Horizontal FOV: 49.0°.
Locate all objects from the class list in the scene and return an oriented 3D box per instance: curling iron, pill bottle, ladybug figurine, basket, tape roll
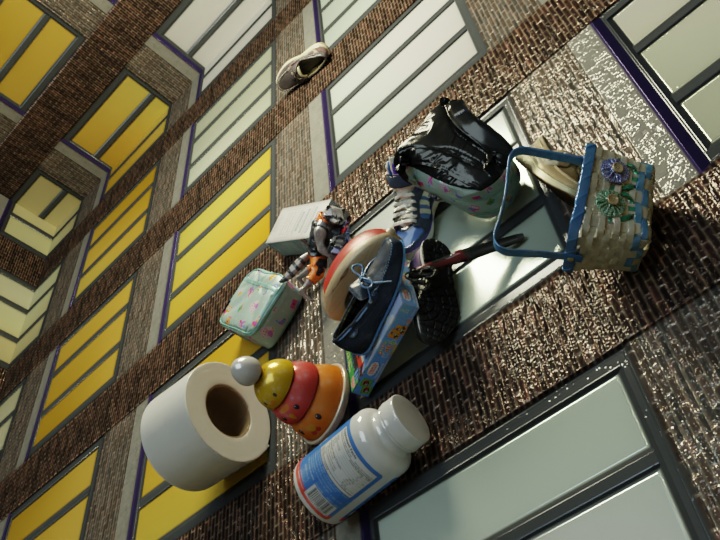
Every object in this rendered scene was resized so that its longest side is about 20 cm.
[{"bbox_3d":[0.167,-0.016,1.256,0.199,0.026,0.050,-21,41,1],"label":"curling iron"},{"bbox_3d":[0.004,0.276,1.172,0.200,0.112,0.112,-42,33,18],"label":"pill bottle"},{"bbox_3d":[0.000,0.000,1.395,0.200,0.136,0.072,-54,54,19],"label":"ladybug figurine"},{"bbox_3d":[0.288,-0.088,1.066,0.199,0.139,0.177,6,61,16],"label":"basket"},{"bbox_3d":[-0.287,0.290,1.472,0.139,0.203,0.203,-35,36,28],"label":"tape roll"}]

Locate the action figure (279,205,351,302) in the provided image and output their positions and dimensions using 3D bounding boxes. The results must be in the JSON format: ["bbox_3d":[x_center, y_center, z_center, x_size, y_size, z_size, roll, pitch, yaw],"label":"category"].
[{"bbox_3d":[-0.084,-0.040,1.575,0.200,0.104,0.194,-70,2,-80],"label":"action figure"}]

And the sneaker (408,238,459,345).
[{"bbox_3d":[0.111,0.050,1.312,0.088,0.076,0.201,-51,24,46],"label":"sneaker"}]

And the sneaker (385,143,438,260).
[{"bbox_3d":[0.077,-0.135,1.432,0.080,0.147,0.200,-7,49,37],"label":"sneaker"}]

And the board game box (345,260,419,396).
[{"bbox_3d":[0.030,0.087,1.328,0.151,0.036,0.200,-101,34,-54],"label":"board game box"}]

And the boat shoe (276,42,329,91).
[{"bbox_3d":[-0.173,-0.590,2.319,0.200,0.072,0.065,-30,33,25],"label":"boat shoe"}]

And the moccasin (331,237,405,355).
[{"bbox_3d":[0.013,0.041,1.254,0.080,0.068,0.201,-141,69,-69],"label":"moccasin"}]

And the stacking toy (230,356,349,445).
[{"bbox_3d":[-0.131,0.199,1.336,0.146,0.200,0.146,-48,28,36],"label":"stacking toy"}]

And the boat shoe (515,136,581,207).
[{"bbox_3d":[0.308,-0.159,1.229,0.065,0.072,0.200,-48,25,12],"label":"boat shoe"}]

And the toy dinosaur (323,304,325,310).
[{"bbox_3d":[0.015,0.012,1.495,0.200,0.058,0.101,-35,51,8],"label":"toy dinosaur"}]

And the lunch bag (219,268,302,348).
[{"bbox_3d":[-0.216,0.075,1.708,0.200,0.077,0.161,13,70,57],"label":"lunch bag"}]

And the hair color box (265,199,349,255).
[{"bbox_3d":[-0.121,-0.093,1.761,0.200,0.061,0.099,-4,57,53],"label":"hair color box"}]

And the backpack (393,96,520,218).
[{"bbox_3d":[0.175,-0.179,1.324,0.200,0.127,0.167,34,84,36],"label":"backpack"}]
